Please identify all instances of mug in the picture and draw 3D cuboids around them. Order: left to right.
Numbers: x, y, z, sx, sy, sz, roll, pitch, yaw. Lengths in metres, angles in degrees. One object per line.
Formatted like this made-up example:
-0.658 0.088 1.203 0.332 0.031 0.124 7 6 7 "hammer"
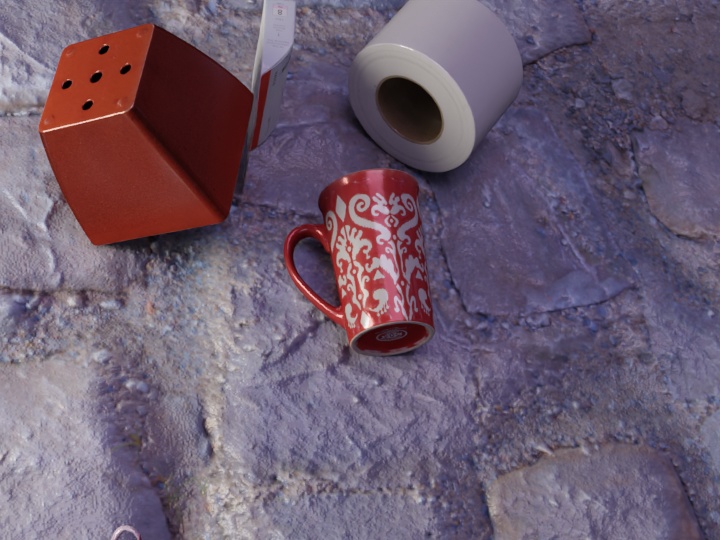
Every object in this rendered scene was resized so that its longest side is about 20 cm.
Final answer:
0.009 0.002 1.664 0.133 0.176 0.202 22 51 -49 "mug"

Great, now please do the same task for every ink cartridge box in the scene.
-0.117 -0.224 1.717 0.056 0.163 0.202 3 58 -10 "ink cartridge box"

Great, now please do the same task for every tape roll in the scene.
0.100 -0.253 1.780 0.202 0.203 0.139 35 55 6 "tape roll"

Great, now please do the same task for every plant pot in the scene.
-0.265 -0.174 1.577 0.197 0.177 0.202 -9 53 24 "plant pot"

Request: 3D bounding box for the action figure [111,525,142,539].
-0.156 0.347 1.416 0.198 0.136 0.148 -1 16 -32 "action figure"
